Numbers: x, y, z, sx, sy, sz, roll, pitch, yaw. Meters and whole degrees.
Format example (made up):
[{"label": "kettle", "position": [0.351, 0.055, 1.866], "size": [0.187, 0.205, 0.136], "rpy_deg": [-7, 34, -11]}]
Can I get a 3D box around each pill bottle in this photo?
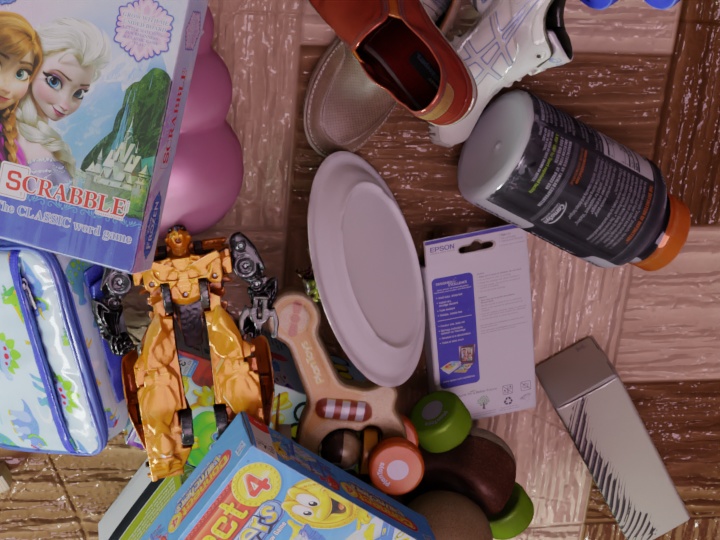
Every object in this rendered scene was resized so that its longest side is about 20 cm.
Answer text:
[{"label": "pill bottle", "position": [0.191, -0.068, 1.241], "size": [0.200, 0.106, 0.106], "rpy_deg": [25, 108, -25]}]

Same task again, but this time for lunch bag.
[{"label": "lunch bag", "position": [-0.265, 0.050, 1.164], "size": [0.160, 0.082, 0.201], "rpy_deg": [4, 118, 29]}]

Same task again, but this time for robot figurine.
[{"label": "robot figurine", "position": [-0.133, 0.061, 1.131], "size": [0.144, 0.058, 0.201], "rpy_deg": [-7, 103, -6]}]

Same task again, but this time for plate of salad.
[{"label": "plate of salad", "position": [0.000, 0.000, 1.195], "size": [0.048, 0.200, 0.200], "rpy_deg": [-13, 123, 26]}]

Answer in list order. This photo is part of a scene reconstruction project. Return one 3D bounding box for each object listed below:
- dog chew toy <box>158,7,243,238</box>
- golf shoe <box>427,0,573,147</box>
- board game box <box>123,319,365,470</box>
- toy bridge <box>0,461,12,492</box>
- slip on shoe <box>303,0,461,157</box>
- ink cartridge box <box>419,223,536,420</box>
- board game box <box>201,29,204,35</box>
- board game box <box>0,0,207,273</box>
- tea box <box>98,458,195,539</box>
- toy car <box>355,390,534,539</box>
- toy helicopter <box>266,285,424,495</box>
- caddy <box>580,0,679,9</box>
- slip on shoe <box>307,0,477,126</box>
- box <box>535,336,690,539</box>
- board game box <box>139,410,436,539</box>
[{"label": "dog chew toy", "position": [-0.153, -0.130, 1.128], "size": [0.124, 0.125, 0.201], "rpy_deg": [-2, 108, -12]}, {"label": "golf shoe", "position": [0.119, -0.174, 1.161], "size": [0.097, 0.078, 0.200], "rpy_deg": [28, 125, 10]}, {"label": "board game box", "position": [-0.099, 0.117, 1.268], "size": [0.199, 0.105, 0.103], "rpy_deg": [21, 109, -21]}, {"label": "toy bridge", "position": [-0.382, 0.125, 1.249], "size": [0.067, 0.027, 0.200], "rpy_deg": [-25, 119, 1]}, {"label": "slip on shoe", "position": [0.021, -0.174, 1.175], "size": [0.076, 0.061, 0.200], "rpy_deg": [32, 105, -25]}, {"label": "ink cartridge box", "position": [0.107, 0.044, 1.318], "size": [0.099, 0.039, 0.201], "rpy_deg": [-10, 119, -8]}, {"label": "board game box", "position": [-0.254, -0.173, 1.067], "size": [0.199, 0.041, 0.200], "rpy_deg": [44, 101, 6]}, {"label": "board game box", "position": [-0.226, -0.119, 1.015], "size": [0.199, 0.041, 0.200], "rpy_deg": [14, 97, 9]}, {"label": "tea box", "position": [-0.116, 0.276, 1.291], "size": [0.200, 0.197, 0.134], "rpy_deg": [31, 106, -25]}, {"label": "toy car", "position": [0.059, 0.242, 1.296], "size": [0.157, 0.200, 0.164], "rpy_deg": [-18, 126, 26]}, {"label": "toy helicopter", "position": [-0.036, 0.109, 1.193], "size": [0.132, 0.079, 0.201], "rpy_deg": [-21, 104, 3]}, {"label": "caddy", "position": [0.213, -0.297, 1.111], "size": [0.105, 0.141, 0.200], "rpy_deg": [-43, 123, -26]}, {"label": "slip on shoe", "position": [0.012, -0.193, 1.114], "size": [0.074, 0.061, 0.200], "rpy_deg": [-44, 76, 23]}, {"label": "box", "position": [0.245, 0.168, 1.389], "size": [0.068, 0.082, 0.200], "rpy_deg": [-29, 118, 4]}, {"label": "board game box", "position": [-0.073, 0.243, 1.145], "size": [0.196, 0.056, 0.200], "rpy_deg": [33, 101, -25]}]
